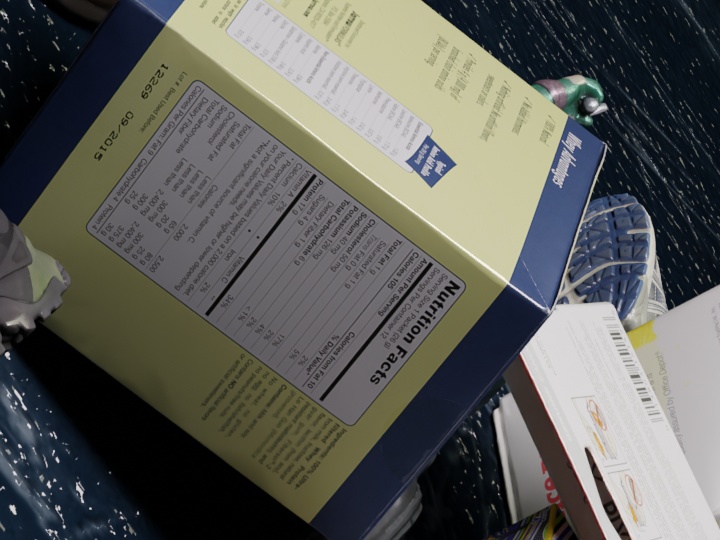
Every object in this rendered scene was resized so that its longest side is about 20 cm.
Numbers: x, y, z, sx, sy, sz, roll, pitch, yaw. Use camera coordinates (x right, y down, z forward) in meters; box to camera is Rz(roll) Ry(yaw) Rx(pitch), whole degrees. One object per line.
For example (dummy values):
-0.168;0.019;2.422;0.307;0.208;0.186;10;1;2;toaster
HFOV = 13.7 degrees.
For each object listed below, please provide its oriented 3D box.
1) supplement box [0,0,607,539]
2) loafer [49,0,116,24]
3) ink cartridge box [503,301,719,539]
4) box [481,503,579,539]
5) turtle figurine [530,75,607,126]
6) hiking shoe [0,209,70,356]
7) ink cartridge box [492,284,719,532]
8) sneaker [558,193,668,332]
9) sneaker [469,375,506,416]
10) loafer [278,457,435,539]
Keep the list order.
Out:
-0.027;-0.031;1.210;0.199;0.134;0.200;37;24;-5;supplement box
-0.134;-0.176;1.320;0.200;0.071;0.073;37;31;-48;loafer
0.117;0.113;1.370;0.201;0.043;0.173;65;21;10;ink cartridge box
0.065;0.187;1.309;0.064;0.070;0.200;55;21;-17;box
0.064;-0.041;1.581;0.200;0.100;0.151;9;97;-84;turtle figurine
-0.169;0.004;1.020;0.101;0.076;0.200;50;12;-3;hiking shoe
0.179;0.094;1.521;0.083;0.199;0.146;48;23;-38;ink cartridge box
0.148;0.047;1.715;0.085;0.077;0.201;54;26;-45;sneaker
0.000;0.000;1.389;0.200;0.082;0.074;44;25;-38;sneaker
-0.011;0.084;1.284;0.070;0.068;0.201;45;20;-7;loafer
